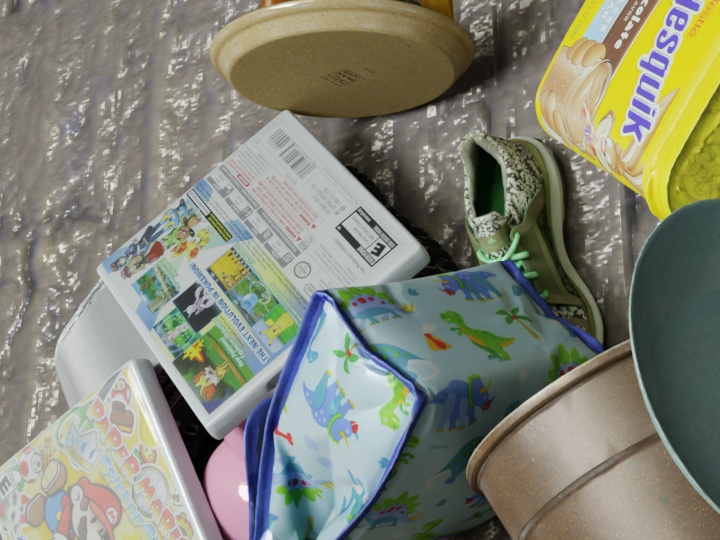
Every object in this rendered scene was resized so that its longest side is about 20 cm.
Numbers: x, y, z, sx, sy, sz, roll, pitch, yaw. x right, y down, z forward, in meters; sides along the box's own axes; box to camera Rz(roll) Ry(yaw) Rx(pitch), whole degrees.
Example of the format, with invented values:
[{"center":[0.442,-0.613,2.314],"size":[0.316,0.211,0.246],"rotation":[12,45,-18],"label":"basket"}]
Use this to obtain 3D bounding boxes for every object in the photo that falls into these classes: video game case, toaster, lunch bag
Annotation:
[{"center":[-0.173,0.193,1.153],"size":[0.182,0.023,0.201],"rotation":[-38,66,30],"label":"video game case"},{"center":[-0.140,0.059,1.234],"size":[0.200,0.113,0.129],"rotation":[-51,50,17],"label":"toaster"},{"center":[0.028,0.104,1.014],"size":[0.127,0.169,0.201],"rotation":[45,128,35],"label":"lunch bag"},{"center":[-0.072,-0.004,1.134],"size":[0.182,0.022,0.200],"rotation":[-40,45,-3],"label":"video game case"}]

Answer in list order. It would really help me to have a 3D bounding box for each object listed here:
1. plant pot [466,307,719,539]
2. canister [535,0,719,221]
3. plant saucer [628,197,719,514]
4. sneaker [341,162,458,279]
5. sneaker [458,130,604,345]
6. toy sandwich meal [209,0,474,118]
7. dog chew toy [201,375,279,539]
[{"center":[0.188,0.155,0.908],"size":[0.200,0.200,0.199],"rotation":[-37,63,22],"label":"plant pot"},{"center":[0.195,-0.111,1.000],"size":[0.149,0.086,0.200],"rotation":[-60,24,9],"label":"canister"},{"center":[0.205,0.061,0.836],"size":[0.039,0.200,0.203],"rotation":[-41,51,49],"label":"plant saucer"},{"center":[0.000,0.000,1.181],"size":[0.090,0.078,0.200],"rotation":[-60,41,19],"label":"sneaker"},{"center":[0.097,-0.006,1.086],"size":[0.077,0.088,0.201],"rotation":[-27,61,28],"label":"sneaker"},{"center":[-0.013,-0.165,1.165],"size":[0.204,0.205,0.071],"rotation":[-12,71,34],"label":"toy sandwich meal"},{"center":[-0.053,0.142,1.140],"size":[0.124,0.124,0.201],"rotation":[29,102,40],"label":"dog chew toy"}]
